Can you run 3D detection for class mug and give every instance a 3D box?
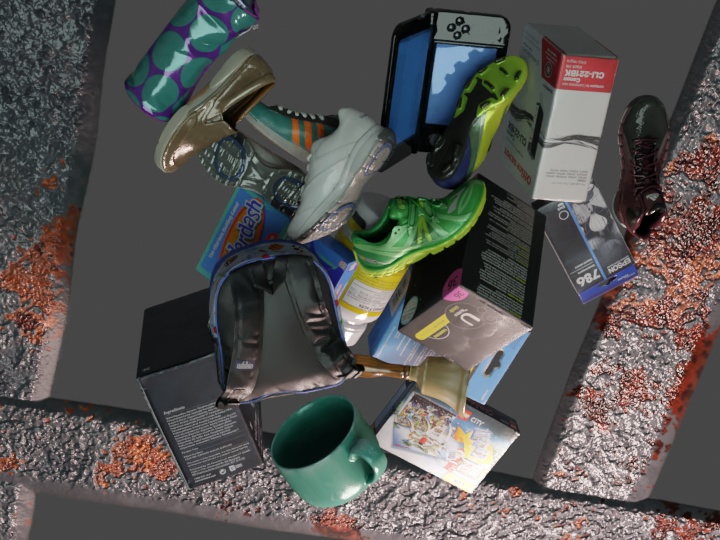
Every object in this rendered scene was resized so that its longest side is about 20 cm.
[{"bbox_3d":[-0.041,0.289,1.780,0.151,0.185,0.115,-33,119,-1],"label":"mug"}]

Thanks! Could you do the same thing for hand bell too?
[{"bbox_3d":[0.060,0.147,1.719,0.198,0.104,0.105,8,117,7],"label":"hand bell"}]

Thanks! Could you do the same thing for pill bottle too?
[{"bbox_3d":[0.000,0.000,1.677,0.113,0.115,0.201,24,112,-17],"label":"pill bottle"}]

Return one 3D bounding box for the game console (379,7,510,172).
[{"bbox_3d":[0.111,-0.234,1.569,0.174,0.117,0.202,4,117,-7],"label":"game console"}]

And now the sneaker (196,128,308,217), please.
[{"bbox_3d":[-0.141,-0.138,1.616,0.199,0.087,0.075,34,102,0],"label":"sneaker"}]

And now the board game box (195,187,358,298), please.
[{"bbox_3d":[-0.117,-0.009,1.644,0.199,0.045,0.153,36,113,16],"label":"board game box"}]

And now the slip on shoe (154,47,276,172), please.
[{"bbox_3d":[-0.189,-0.198,1.544,0.200,0.076,0.061,-47,74,5],"label":"slip on shoe"}]

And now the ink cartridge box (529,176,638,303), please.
[{"bbox_3d":[0.334,-0.039,1.733,0.099,0.039,0.201,-29,116,8],"label":"ink cartridge box"}]

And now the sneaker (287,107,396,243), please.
[{"bbox_3d":[-0.036,-0.121,1.534,0.087,0.074,0.201,44,110,19],"label":"sneaker"}]

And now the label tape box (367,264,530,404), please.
[{"bbox_3d":[0.130,0.096,1.765,0.199,0.063,0.145,23,114,-16],"label":"label tape box"}]

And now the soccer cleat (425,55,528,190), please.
[{"bbox_3d":[0.159,-0.197,1.581,0.201,0.065,0.084,-56,151,2],"label":"soccer cleat"}]

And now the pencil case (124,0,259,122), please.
[{"bbox_3d":[-0.216,-0.287,1.528,0.092,0.085,0.200,39,108,-14],"label":"pencil case"}]

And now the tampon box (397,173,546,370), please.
[{"bbox_3d":[0.155,0.003,1.622,0.126,0.201,0.150,29,140,-18],"label":"tampon box"}]

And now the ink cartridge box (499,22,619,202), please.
[{"bbox_3d":[0.260,-0.210,1.575,0.083,0.145,0.202,1,117,-14],"label":"ink cartridge box"}]

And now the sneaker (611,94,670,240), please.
[{"bbox_3d":[0.405,-0.135,1.648,0.075,0.116,0.202,-3,117,-4],"label":"sneaker"}]

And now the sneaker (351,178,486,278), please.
[{"bbox_3d":[0.076,-0.064,1.550,0.199,0.074,0.084,-31,116,7],"label":"sneaker"}]

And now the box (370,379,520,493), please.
[{"bbox_3d":[0.132,0.253,1.860,0.199,0.038,0.137,29,110,-18],"label":"box"}]

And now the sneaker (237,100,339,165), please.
[{"bbox_3d":[-0.070,-0.189,1.607,0.199,0.071,0.080,32,93,-15],"label":"sneaker"}]

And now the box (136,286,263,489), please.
[{"bbox_3d":[-0.226,0.164,1.689,0.123,0.200,0.198,-19,117,3],"label":"box"}]

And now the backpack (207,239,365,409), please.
[{"bbox_3d":[-0.110,0.057,1.522,0.198,0.154,0.192,-12,116,-14],"label":"backpack"}]
